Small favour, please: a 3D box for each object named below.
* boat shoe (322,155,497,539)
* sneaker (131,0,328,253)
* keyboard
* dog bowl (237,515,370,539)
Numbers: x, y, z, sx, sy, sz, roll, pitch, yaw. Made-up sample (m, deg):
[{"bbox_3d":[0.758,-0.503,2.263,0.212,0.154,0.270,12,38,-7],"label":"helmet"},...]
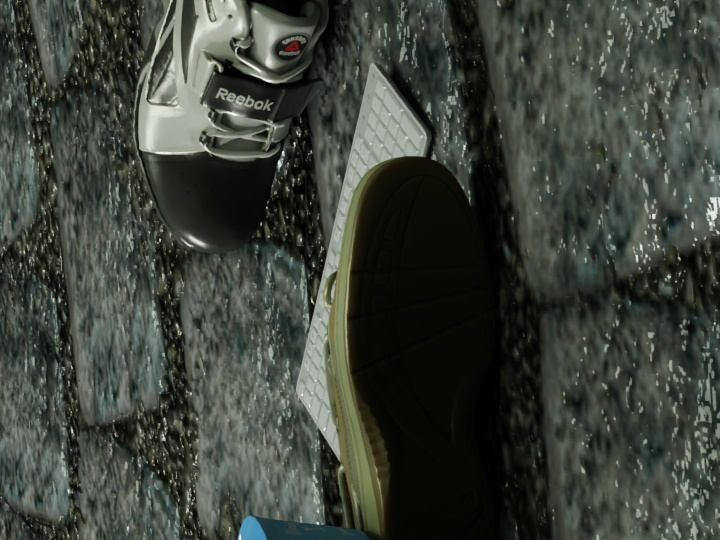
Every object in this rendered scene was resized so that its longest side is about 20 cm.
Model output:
[{"bbox_3d":[0.016,0.050,1.242,0.063,0.073,0.201,17,118,61],"label":"boat shoe"},{"bbox_3d":[-0.056,-0.100,1.376,0.089,0.074,0.200,27,115,60],"label":"sneaker"},{"bbox_3d":[0.000,0.000,1.346,0.056,0.011,0.200,-118,31,-44],"label":"keyboard"},{"bbox_3d":[-0.014,0.199,1.217,0.111,0.050,0.200,170,94,-77],"label":"dog bowl"}]
